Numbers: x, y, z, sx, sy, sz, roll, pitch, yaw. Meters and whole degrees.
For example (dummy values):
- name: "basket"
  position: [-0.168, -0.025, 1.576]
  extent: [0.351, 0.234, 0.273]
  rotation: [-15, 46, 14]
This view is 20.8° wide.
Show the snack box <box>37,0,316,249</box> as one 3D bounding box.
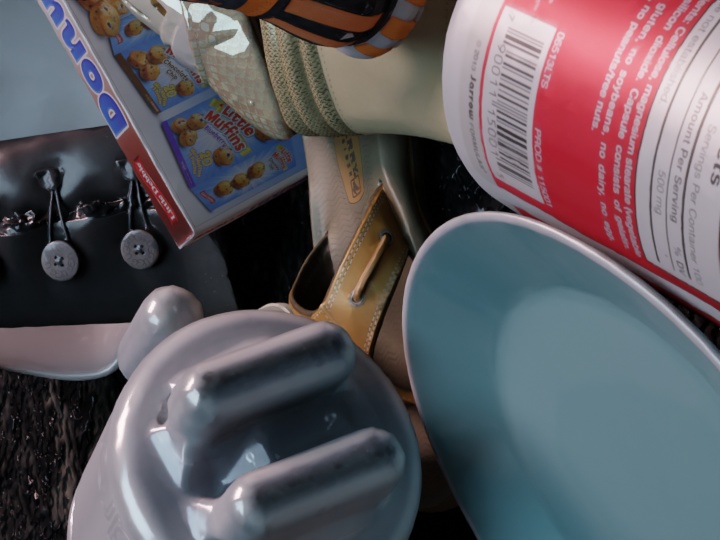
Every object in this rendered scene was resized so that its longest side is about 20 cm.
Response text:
- name: "snack box"
  position: [-0.093, -0.113, 0.815]
  extent: [0.201, 0.072, 0.024]
  rotation: [60, 151, 1]

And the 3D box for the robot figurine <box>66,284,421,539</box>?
- name: "robot figurine"
  position: [-0.047, 0.088, 0.725]
  extent: [0.171, 0.112, 0.200]
  rotation: [68, 156, 18]

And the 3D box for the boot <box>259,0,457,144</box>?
- name: "boot"
  position: [0.033, -0.139, 0.700]
  extent: [0.155, 0.072, 0.202]
  rotation: [12, 104, 44]

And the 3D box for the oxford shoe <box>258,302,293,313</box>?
- name: "oxford shoe"
  position: [-0.082, 0.087, 0.869]
  extent: [0.200, 0.057, 0.076]
  rotation: [-55, 50, 38]

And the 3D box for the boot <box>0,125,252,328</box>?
- name: "boot"
  position: [-0.144, 0.019, 0.878]
  extent: [0.066, 0.198, 0.166]
  rotation: [-84, -15, -70]

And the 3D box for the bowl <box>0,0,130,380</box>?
- name: "bowl"
  position: [-0.174, -0.065, 0.920]
  extent: [0.075, 0.198, 0.201]
  rotation: [-66, -9, -69]

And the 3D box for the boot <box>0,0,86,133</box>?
- name: "boot"
  position: [-0.161, -0.130, 0.969]
  extent: [0.073, 0.075, 0.202]
  rotation: [10, 98, 51]

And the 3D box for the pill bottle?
- name: "pill bottle"
  position: [0.121, -0.037, 0.556]
  extent: [0.200, 0.112, 0.113]
  rotation: [34, 115, 48]

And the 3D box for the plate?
- name: "plate"
  position: [0.086, 0.067, 0.620]
  extent: [0.200, 0.025, 0.201]
  rotation: [42, 149, 32]

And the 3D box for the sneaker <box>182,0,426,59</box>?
- name: "sneaker"
  position: [-0.056, -0.158, 0.668]
  extent: [0.078, 0.111, 0.201]
  rotation: [-55, 46, 27]

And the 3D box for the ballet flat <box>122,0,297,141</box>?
- name: "ballet flat"
  position: [-0.078, -0.137, 0.791]
  extent: [0.067, 0.062, 0.202]
  rotation: [62, -171, -80]

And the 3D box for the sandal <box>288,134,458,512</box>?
- name: "sandal"
  position: [0.000, 0.000, 0.764]
  extent: [0.080, 0.054, 0.202]
  rotation: [-36, 60, 46]
